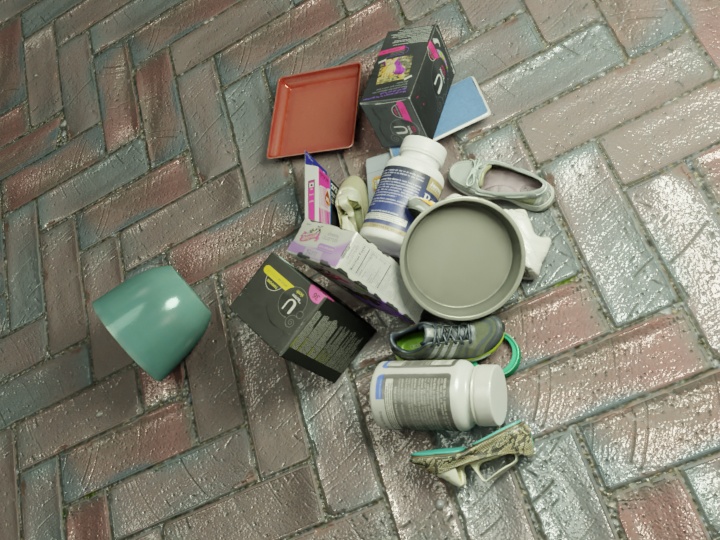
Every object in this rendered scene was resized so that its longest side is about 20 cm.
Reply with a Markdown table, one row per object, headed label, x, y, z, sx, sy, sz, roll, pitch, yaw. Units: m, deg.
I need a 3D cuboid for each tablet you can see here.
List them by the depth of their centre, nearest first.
| label | x | y | z | sx | sy | sz | roll | pitch | yaw |
| --- | --- | --- | --- | --- | --- | --- | --- | --- | --- |
| tablet | 0.140 | -0.288 | 1.518 | 0.200 | 0.014 | 0.130 | -25 | 45 | 12 |

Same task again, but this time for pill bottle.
| label | x | y | z | sx | sy | sz | roll | pitch | yaw |
| --- | --- | --- | --- | --- | --- | --- | --- | --- | --- |
| pill bottle | 0.126 | 0.200 | 1.284 | 0.200 | 0.114 | 0.114 | -4 | 68 | 26 |
| pill bottle | 0.081 | -0.130 | 1.404 | 0.111 | 0.111 | 0.200 | 13 | 76 | 30 |

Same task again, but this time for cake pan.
| label | x | y | z | sx | sy | sz | roll | pitch | yaw |
| --- | --- | --- | --- | --- | --- | --- | --- | --- | --- |
| cake pan | 0.161 | -0.021 | 1.278 | 0.200 | 0.037 | 0.200 | 0 | 102 | -1 |

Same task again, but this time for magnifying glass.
| label | x | y | z | sx | sy | sz | roll | pitch | yaw |
| --- | --- | --- | --- | --- | --- | --- | --- | --- | --- |
| magnifying glass | 0.174 | 0.123 | 1.347 | 0.200 | 0.022 | 0.080 | 17 | 78 | 32 |

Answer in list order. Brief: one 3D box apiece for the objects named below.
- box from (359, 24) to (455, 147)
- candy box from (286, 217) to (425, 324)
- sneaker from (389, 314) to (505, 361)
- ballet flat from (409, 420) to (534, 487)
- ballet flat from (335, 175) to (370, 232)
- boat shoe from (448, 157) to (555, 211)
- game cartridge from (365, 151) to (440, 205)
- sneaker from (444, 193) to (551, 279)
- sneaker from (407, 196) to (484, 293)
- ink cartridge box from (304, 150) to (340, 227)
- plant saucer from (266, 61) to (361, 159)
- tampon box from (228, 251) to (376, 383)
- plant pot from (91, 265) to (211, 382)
| label | x | y | z | sx | sy | sz | roll | pitch | yaw |
| --- | --- | --- | --- | --- | --- | --- | --- | --- | --- |
| box | 0.092 | -0.344 | 1.496 | 0.106 | 0.122 | 0.200 | 1 | 56 | 29 |
| candy box | 0.000 | 0.000 | 1.351 | 0.168 | 0.200 | 0.072 | 20 | 77 | 56 |
| sneaker | 0.138 | 0.114 | 1.310 | 0.200 | 0.081 | 0.074 | -17 | 65 | 20 |
| ballet flat | 0.176 | 0.297 | 1.253 | 0.200 | 0.068 | 0.075 | -21 | 77 | 15 |
| ballet flat | -0.015 | -0.104 | 1.509 | 0.069 | 0.069 | 0.200 | -19 | 62 | 18 |
| boat shoe | 0.241 | -0.159 | 1.404 | 0.202 | 0.065 | 0.074 | 24 | 81 | 32 |
| game cartridge | 0.080 | -0.140 | 1.495 | 0.133 | 0.042 | 0.200 | -17 | 63 | 24 |
| sneaker | 0.232 | -0.074 | 1.348 | 0.200 | 0.078 | 0.099 | 37 | 70 | -2 |
| sneaker | 0.136 | -0.036 | 1.326 | 0.077 | 0.078 | 0.200 | -37 | 96 | -4 |
| ink cartridge box | -0.073 | -0.126 | 1.530 | 0.037 | 0.095 | 0.200 | -14 | 64 | 21 |
| plant saucer | -0.089 | -0.322 | 1.655 | 0.200 | 0.037 | 0.200 | -4 | 68 | 24 |
| tampon box | -0.097 | 0.085 | 1.392 | 0.150 | 0.200 | 0.126 | 37 | 89 | 33 |
| plant pot | -0.387 | 0.088 | 1.548 | 0.161 | 0.201 | 0.201 | -40 | 57 | -9 |
